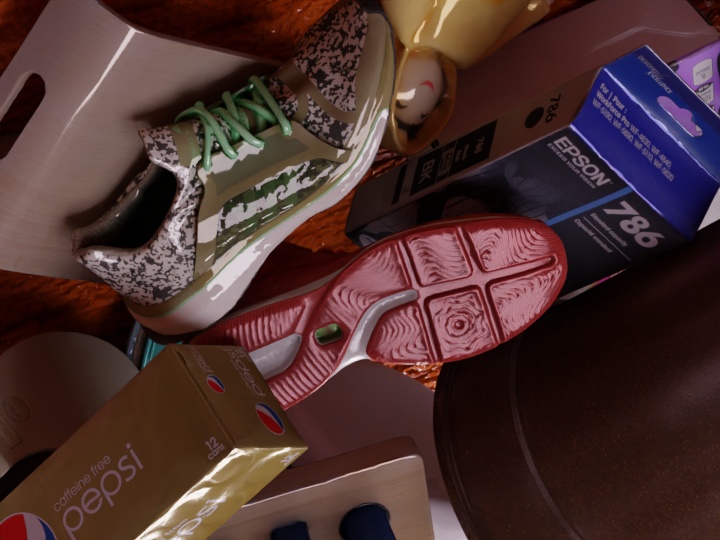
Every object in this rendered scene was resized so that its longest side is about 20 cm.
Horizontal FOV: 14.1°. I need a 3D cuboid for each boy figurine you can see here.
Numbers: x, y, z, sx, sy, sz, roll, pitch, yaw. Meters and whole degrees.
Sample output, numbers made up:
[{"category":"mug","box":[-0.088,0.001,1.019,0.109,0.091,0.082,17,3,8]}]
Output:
[{"category":"boy figurine","box":[0.057,-0.146,1.465,0.200,0.064,0.124,-49,147,12]}]

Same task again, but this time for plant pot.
[{"category":"plant pot","box":[0.174,0.073,1.496,0.199,0.201,0.198,12,144,-42]}]

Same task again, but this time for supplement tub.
[{"category":"supplement tub","box":[-0.025,0.164,1.645,0.145,0.146,0.201,7,124,-40]}]

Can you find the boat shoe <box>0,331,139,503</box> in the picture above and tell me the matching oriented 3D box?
[{"category":"boat shoe","box":[-0.181,0.088,1.449,0.063,0.071,0.200,-46,170,34]}]

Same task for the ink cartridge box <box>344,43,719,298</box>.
[{"category":"ink cartridge box","box":[0.095,-0.036,1.465,0.199,0.039,0.099,-27,124,39]}]

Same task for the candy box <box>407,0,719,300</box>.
[{"category":"candy box","box":[0.118,-0.043,1.602,0.167,0.072,0.201,-25,139,-12]}]

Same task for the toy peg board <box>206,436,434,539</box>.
[{"category":"toy peg board","box":[-0.041,0.214,1.517,0.199,0.098,0.200,-16,131,-9]}]

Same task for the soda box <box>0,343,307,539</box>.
[{"category":"soda box","box":[-0.123,0.120,1.406,0.200,0.064,0.068,-43,158,22]}]

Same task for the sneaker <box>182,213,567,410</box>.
[{"category":"sneaker","box":[0.000,0.000,1.465,0.199,0.116,0.079,-16,117,0]}]

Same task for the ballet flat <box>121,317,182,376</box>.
[{"category":"ballet flat","box":[-0.107,0.096,1.568,0.074,0.074,0.202,-6,100,-32]}]

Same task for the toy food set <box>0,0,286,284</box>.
[{"category":"toy food set","box":[-0.106,-0.066,1.440,0.199,0.060,0.144,8,124,-51]}]

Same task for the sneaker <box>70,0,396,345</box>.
[{"category":"sneaker","box":[-0.062,-0.054,1.382,0.200,0.077,0.088,-50,138,11]}]
